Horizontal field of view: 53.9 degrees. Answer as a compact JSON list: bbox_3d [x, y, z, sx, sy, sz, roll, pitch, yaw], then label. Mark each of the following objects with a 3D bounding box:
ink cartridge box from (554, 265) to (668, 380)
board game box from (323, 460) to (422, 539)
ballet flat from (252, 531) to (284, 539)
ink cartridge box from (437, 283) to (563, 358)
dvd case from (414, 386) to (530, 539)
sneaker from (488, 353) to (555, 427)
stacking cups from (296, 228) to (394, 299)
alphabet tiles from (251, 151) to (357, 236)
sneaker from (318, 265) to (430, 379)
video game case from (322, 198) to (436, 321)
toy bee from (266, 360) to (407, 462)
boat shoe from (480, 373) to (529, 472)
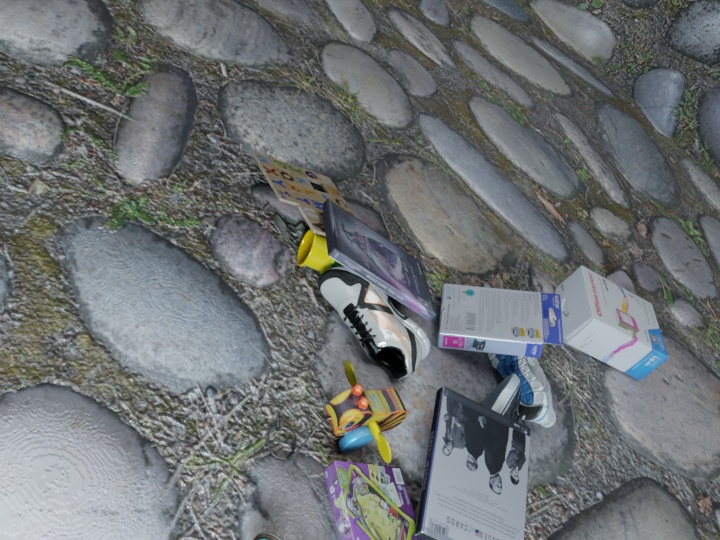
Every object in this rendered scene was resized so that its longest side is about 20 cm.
[{"bbox_3d":[0.488,0.102,1.385,0.196,0.085,0.147,24,41,-18],"label":"ink cartridge box"},{"bbox_3d":[0.028,0.324,0.819,0.119,0.032,0.203,24,38,-43],"label":"board game box"},{"bbox_3d":[-0.048,0.358,0.725,0.202,0.067,0.063,54,13,15],"label":"ballet flat"},{"bbox_3d":[0.226,0.081,1.149,0.194,0.043,0.121,3,41,9],"label":"ink cartridge box"},{"bbox_3d":[0.151,0.270,0.918,0.148,0.025,0.203,27,51,-13],"label":"dvd case"},{"bbox_3d":[0.268,0.171,1.163,0.086,0.074,0.203,38,31,-39],"label":"sneaker"},{"bbox_3d":[0.000,0.000,1.097,0.196,0.061,0.061,23,41,-22],"label":"stacking cups"},{"bbox_3d":[-0.074,-0.113,1.132,0.165,0.008,0.201,14,31,-41],"label":"alphabet tiles"},{"bbox_3d":[0.015,0.074,1.029,0.199,0.074,0.080,40,40,-1],"label":"sneaker"},{"bbox_3d":[0.027,-0.017,1.070,0.198,0.019,0.144,34,25,-26],"label":"video game case"},{"bbox_3d":[-0.002,0.183,0.882,0.131,0.109,0.199,48,39,8],"label":"toy bee"},{"bbox_3d":[0.210,0.244,1.036,0.091,0.071,0.200,42,45,1],"label":"boat shoe"}]
